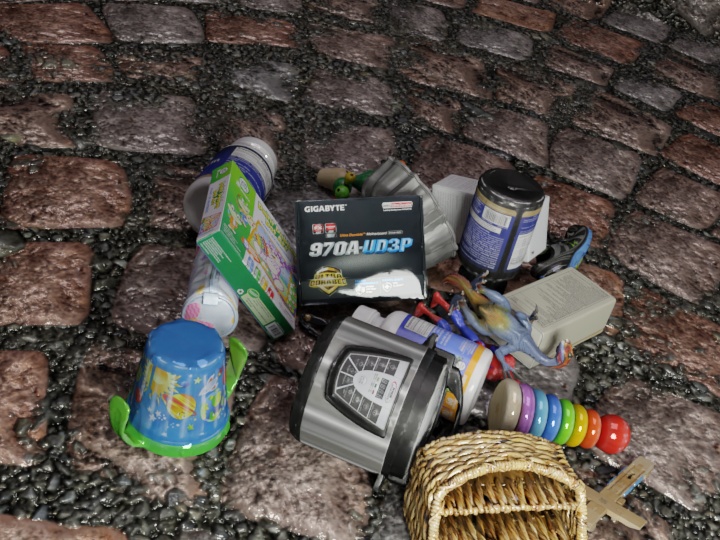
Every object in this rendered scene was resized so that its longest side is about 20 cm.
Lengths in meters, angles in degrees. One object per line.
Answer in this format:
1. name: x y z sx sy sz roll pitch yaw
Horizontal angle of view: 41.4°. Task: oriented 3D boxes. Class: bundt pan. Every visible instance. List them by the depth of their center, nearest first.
1. bundt pan: 0.069 -0.084 1.573 0.075 0.203 0.202 -35 51 -12

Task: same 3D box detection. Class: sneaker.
1. sneaker: 0.356 -0.034 1.696 0.082 0.071 0.200 30 39 12

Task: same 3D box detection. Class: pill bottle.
1. pill bottle: 0.074 0.125 1.328 0.198 0.113 0.112 22 35 13
2. pill bottle: 0.222 -0.055 1.561 0.110 0.202 0.112 10 34 -7
3. pill bottle: -0.212 -0.143 1.606 0.114 0.117 0.201 17 33 4

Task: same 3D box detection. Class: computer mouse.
1. computer mouse: 0.003 0.093 1.418 0.197 0.034 0.059 14 35 1

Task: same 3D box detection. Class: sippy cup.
1. sippy cup: -0.222 0.138 1.184 0.138 0.132 0.179 13 34 -1

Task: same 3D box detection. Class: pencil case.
1. pencil case: -0.211 0.012 1.405 0.082 0.091 0.201 20 33 -14

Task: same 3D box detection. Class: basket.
1. basket: 0.164 0.283 1.105 0.197 0.144 0.150 3 34 -15

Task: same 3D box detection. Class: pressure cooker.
1. pressure cooker: 0.029 0.163 1.200 0.198 0.178 0.179 22 32 9

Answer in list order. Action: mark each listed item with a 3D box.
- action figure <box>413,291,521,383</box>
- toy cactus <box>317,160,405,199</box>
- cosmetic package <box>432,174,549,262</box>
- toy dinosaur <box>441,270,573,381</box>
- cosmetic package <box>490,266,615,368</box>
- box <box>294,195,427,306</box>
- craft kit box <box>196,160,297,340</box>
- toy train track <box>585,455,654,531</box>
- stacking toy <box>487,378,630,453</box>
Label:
1. action figure: 0.168 0.116 1.434 0.065 0.052 0.200 -26 56 -37
2. toy cactus: -0.004 -0.152 1.740 0.164 0.104 0.199 13 31 34
3. cosmetic package: 0.224 -0.094 1.667 0.198 0.103 0.071 18 31 33
4. toy dinosaur: 0.228 0.075 1.411 0.181 0.105 0.201 35 19 -19
5. cosmetic package: 0.306 0.072 1.524 0.199 0.074 0.103 -18 46 -38
6. box: 0.000 -0.031 1.457 0.197 0.161 0.046 -2 1 -4
7. craft kit box: -0.160 -0.032 1.413 0.048 0.201 0.198 -26 32 13
8. toy train track: 0.333 0.298 1.252 0.114 0.033 0.199 28 30 31
9. stacking toy: 0.281 0.213 1.317 0.198 0.086 0.086 15 33 -9
